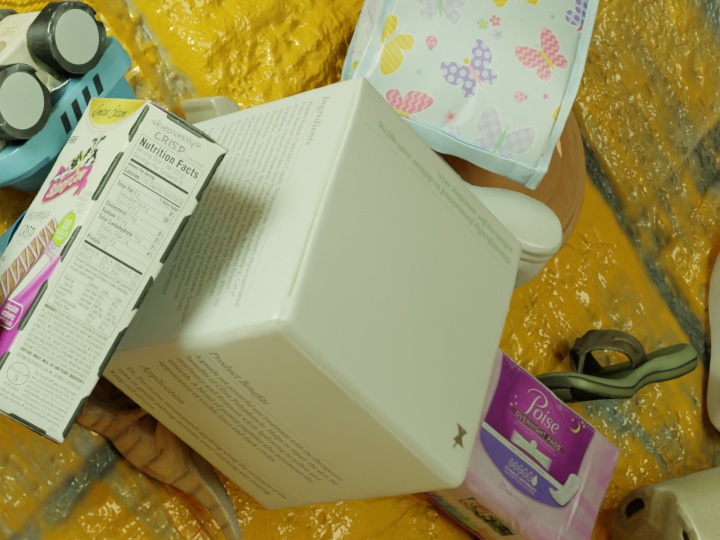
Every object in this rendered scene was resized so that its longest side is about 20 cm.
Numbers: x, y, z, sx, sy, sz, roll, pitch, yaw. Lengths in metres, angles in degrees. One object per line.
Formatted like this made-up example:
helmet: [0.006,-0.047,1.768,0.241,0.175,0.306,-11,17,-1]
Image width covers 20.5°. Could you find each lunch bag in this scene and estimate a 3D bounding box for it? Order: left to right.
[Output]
lunch bag: [0.079,-0.170,1.518,0.169,0.127,0.200,20,57,-8]

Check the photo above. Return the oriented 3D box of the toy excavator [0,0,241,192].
toy excavator: [-0.179,-0.096,1.339,0.195,0.100,0.200,-55,128,-32]

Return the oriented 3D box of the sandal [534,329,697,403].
sandal: [0.202,0.074,1.628,0.201,0.080,0.057,-12,92,-51]

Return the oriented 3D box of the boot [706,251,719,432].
boot: [0.360,0.059,1.779,0.090,0.073,0.200,22,74,-43]

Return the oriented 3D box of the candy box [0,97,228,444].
candy box: [-0.170,-0.005,1.203,0.061,0.136,0.200,32,82,-22]

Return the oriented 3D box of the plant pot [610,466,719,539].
plant pot: [0.309,0.235,1.621,0.183,0.200,0.201,-1,80,-30]

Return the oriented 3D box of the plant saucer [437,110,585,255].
plant saucer: [0.113,-0.099,1.621,0.200,0.032,0.201,11,73,-39]

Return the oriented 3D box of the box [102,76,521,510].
box: [-0.031,0.020,1.302,0.199,0.171,0.200,44,50,-36]

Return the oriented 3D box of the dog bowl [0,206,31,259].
dog bowl: [-0.165,0.007,1.343,0.200,0.050,0.112,-4,83,-42]

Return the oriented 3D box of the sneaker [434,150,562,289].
sneaker: [0.049,-0.040,1.528,0.200,0.089,0.075,28,44,-6]

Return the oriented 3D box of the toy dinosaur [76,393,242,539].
toy dinosaur: [-0.125,0.123,1.356,0.200,0.060,0.106,42,68,-14]

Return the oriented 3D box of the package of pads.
package of pads: [0.101,0.133,1.525,0.200,0.076,0.121,39,59,-27]
